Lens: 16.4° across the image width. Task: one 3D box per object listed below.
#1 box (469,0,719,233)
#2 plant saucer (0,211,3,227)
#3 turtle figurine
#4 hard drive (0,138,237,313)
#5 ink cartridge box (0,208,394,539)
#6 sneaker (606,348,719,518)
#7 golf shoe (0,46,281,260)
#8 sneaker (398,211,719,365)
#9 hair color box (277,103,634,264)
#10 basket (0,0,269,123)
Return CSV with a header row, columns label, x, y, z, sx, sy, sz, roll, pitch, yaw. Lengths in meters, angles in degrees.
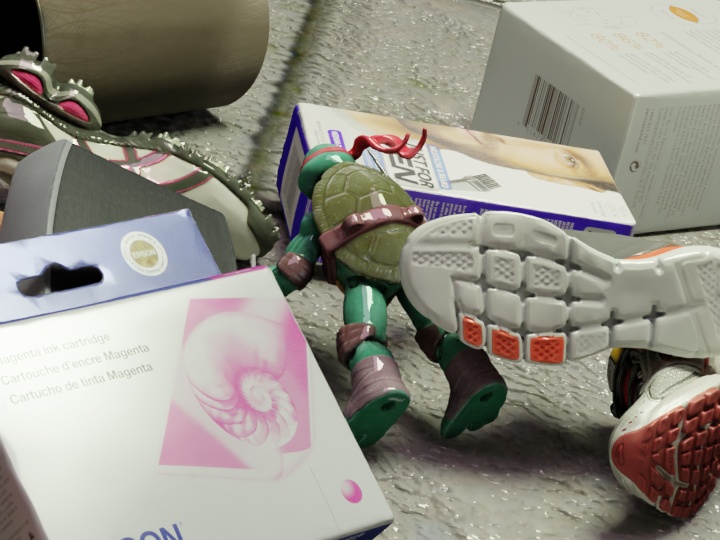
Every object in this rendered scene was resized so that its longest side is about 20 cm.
label,x,y,z,sx,sy,sz,roll,pitch,yaw
box,0.204,-0.109,1.716,0.200,0.106,0.152,-5,31,-35
plant saucer,-0.232,0.017,1.309,0.200,0.038,0.200,11,26,-5
turtle figurine,0.000,0.000,1.367,0.150,0.101,0.200,-14,55,-16
hard drive,-0.120,0.018,1.280,0.135,0.042,0.200,25,33,-22
ink cartridge box,-0.103,0.059,1.175,0.196,0.043,0.200,-13,70,-43
sneaker,0.166,0.077,1.365,0.082,0.078,0.200,18,16,17
golf shoe,-0.145,-0.046,1.459,0.200,0.088,0.077,29,-17,-10
sneaker,0.110,0.011,1.340,0.200,0.077,0.082,10,5,-16
hair color box,0.056,-0.041,1.532,0.200,0.065,0.109,10,25,-13
basket,-0.170,-0.160,1.604,0.200,0.136,0.180,-5,35,-42
